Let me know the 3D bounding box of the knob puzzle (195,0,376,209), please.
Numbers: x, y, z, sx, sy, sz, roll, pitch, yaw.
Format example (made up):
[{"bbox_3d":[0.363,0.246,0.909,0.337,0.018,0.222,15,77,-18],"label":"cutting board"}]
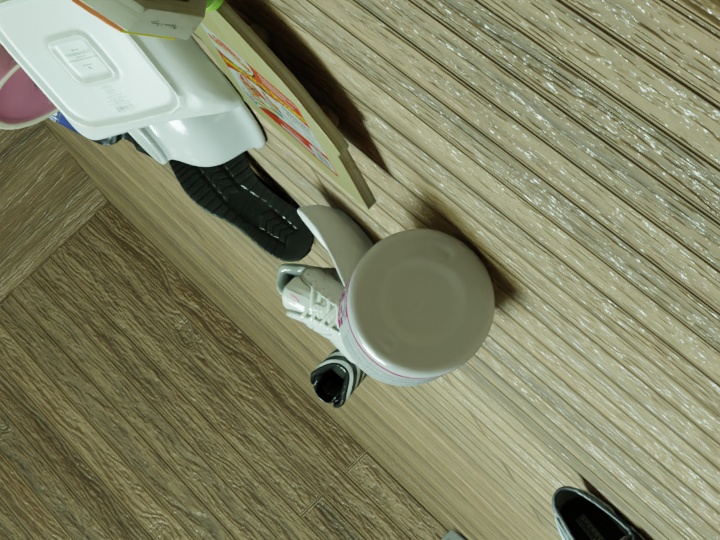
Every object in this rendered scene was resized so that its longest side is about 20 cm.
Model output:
[{"bbox_3d":[-0.067,-0.153,1.480,0.220,0.030,0.220,46,173,7],"label":"knob puzzle"}]

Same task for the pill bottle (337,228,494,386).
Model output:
[{"bbox_3d":[0.040,0.034,1.541,0.113,0.113,0.200,46,173,2],"label":"pill bottle"}]

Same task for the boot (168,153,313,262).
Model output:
[{"bbox_3d":[-0.133,-0.078,2.109,0.200,0.077,0.138,47,178,4],"label":"boot"}]

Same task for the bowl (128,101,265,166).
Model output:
[{"bbox_3d":[-0.191,-0.168,1.877,0.201,0.090,0.201,46,173,7],"label":"bowl"}]

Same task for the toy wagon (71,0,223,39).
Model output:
[{"bbox_3d":[-0.186,-0.241,1.355,0.155,0.040,0.200,0,-133,-55],"label":"toy wagon"}]

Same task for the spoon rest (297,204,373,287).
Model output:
[{"bbox_3d":[0.000,0.000,1.797,0.200,0.061,0.099,38,168,48],"label":"spoon rest"}]

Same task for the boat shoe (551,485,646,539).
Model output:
[{"bbox_3d":[0.253,0.281,1.840,0.200,0.072,0.068,50,178,34],"label":"boat shoe"}]

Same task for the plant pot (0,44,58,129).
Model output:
[{"bbox_3d":[-0.347,-0.243,1.839,0.179,0.200,0.200,53,175,18],"label":"plant pot"}]

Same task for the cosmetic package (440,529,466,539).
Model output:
[{"bbox_3d":[0.179,0.624,3.546,0.167,0.200,0.167,52,171,-34],"label":"cosmetic package"}]

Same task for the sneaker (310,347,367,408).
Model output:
[{"bbox_3d":[-0.014,0.097,2.174,0.076,0.115,0.201,46,173,4],"label":"sneaker"}]

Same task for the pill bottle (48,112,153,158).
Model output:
[{"bbox_3d":[-0.283,-0.199,2.006,0.199,0.112,0.112,27,173,-3],"label":"pill bottle"}]

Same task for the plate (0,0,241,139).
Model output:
[{"bbox_3d":[-0.225,-0.185,1.606,0.199,0.032,0.200,-8,133,42],"label":"plate"}]

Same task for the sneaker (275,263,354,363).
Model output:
[{"bbox_3d":[-0.034,0.045,2.037,0.099,0.078,0.200,17,-172,-31],"label":"sneaker"}]
